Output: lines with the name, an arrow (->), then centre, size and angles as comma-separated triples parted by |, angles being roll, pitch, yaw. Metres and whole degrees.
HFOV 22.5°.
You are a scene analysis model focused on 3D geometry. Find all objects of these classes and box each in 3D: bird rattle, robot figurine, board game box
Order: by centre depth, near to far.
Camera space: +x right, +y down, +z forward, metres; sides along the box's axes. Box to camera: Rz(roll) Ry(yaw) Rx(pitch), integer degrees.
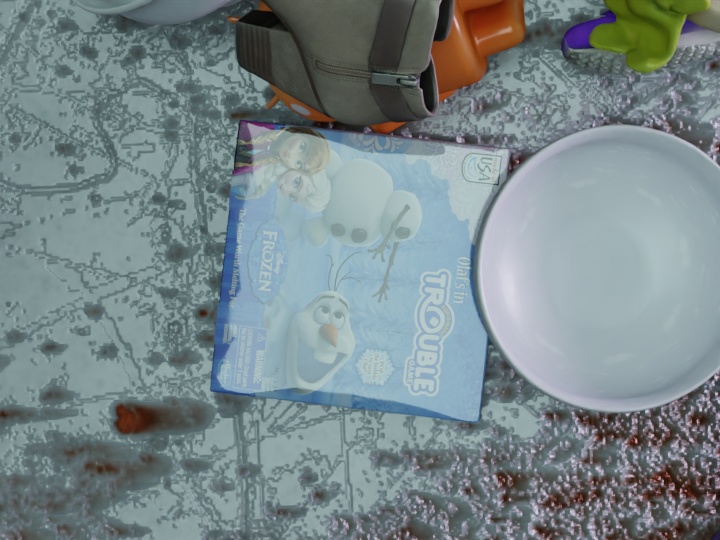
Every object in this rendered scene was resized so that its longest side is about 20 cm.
bird rattle -> 0.254, -0.201, 1.198 | 0.200, 0.113, 0.163 | 6, 66, 2
robot figurine -> 0.013, -0.169, 1.269 | 0.200, 0.144, 0.117 | -14, 79, 13
board game box -> 0.000, 0.000, 1.315 | 0.199, 0.043, 0.200 | 6, 92, 4

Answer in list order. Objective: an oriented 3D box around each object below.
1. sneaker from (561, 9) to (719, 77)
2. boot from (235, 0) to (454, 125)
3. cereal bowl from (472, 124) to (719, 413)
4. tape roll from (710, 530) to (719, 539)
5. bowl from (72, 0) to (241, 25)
sneaker -> 0.234, -0.201, 1.280 | 0.200, 0.070, 0.100 | -13, 84, 2
boot -> -0.013, -0.185, 1.156 | 0.146, 0.070, 0.200 | 13, 132, 20
cereal bowl -> 0.173, 0.000, 1.271 | 0.200, 0.083, 0.200 | 0, 88, -6
tape roll -> 0.326, 0.263, 1.274 | 0.200, 0.085, 0.200 | 0, 92, 5
bowl -> -0.112, -0.248, 1.274 | 0.090, 0.201, 0.201 | 33, 96, -41
